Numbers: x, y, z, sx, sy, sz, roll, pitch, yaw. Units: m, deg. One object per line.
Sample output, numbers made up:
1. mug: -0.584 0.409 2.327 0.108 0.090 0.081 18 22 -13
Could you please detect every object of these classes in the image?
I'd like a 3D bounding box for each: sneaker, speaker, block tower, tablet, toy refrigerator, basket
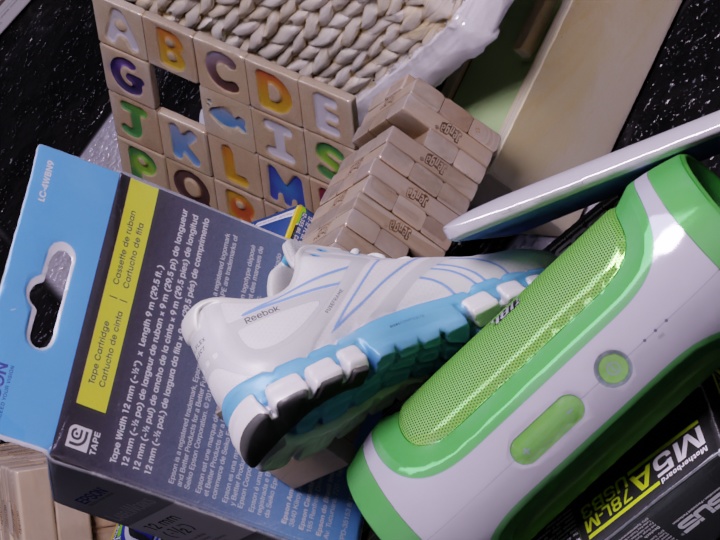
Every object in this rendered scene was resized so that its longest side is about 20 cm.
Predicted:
1. sneaker: 0.008 0.014 1.152 0.087 0.199 0.075 52 136 24
2. speaker: 0.088 0.044 1.108 0.200 0.088 0.089 -44 33 14
3. block tower: -0.177 0.127 1.432 0.200 0.054 0.058 -178 83 -73
4. tablet: 0.140 -0.054 1.152 0.199 0.014 0.130 -22 -4 16
5. toy refrigerator: 0.103 -0.122 1.342 0.076 0.070 0.201 6 64 55
6. basket: 0.001 -0.196 1.348 0.199 0.160 0.200 -62 12 -27
7. block tower: 0.000 0.000 1.223 0.054 0.058 0.201 -31 30 57

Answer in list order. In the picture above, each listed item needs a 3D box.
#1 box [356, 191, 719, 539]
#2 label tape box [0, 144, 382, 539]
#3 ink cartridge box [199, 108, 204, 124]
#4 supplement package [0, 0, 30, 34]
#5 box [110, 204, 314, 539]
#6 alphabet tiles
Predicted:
1. box: 0.081 0.085 1.200 0.200 0.047 0.194 -41 36 20
2. label tape box: -0.087 0.046 1.228 0.066 0.199 0.144 -31 42 58
3. ink cartridge box: -0.029 -0.051 1.476 0.161 0.050 0.201 -33 35 32
4. supplement package: -0.292 -0.292 1.997 0.156 0.111 0.200 -46 33 14
5. box: -0.055 0.071 1.319 0.064 0.070 0.201 -17 46 52
6. alphabet tiles: -0.052 -0.050 1.374 0.199 0.168 0.008 24 53 26
